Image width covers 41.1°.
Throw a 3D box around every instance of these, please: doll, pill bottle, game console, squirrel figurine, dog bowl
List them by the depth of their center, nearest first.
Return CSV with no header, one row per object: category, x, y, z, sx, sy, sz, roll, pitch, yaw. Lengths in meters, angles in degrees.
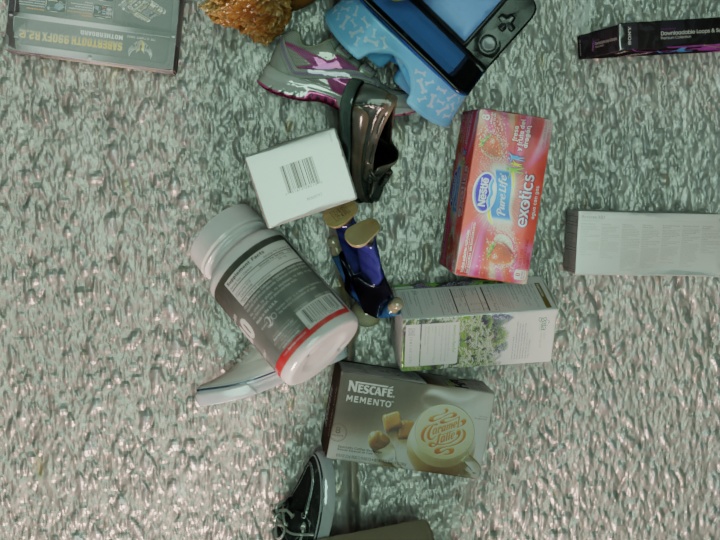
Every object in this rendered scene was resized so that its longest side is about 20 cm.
squirrel figurine,-0.092,-0.351,1.081,0.141,0.187,0.201,31,91,-9
pill bottle,-0.106,0.025,1.134,0.114,0.114,0.200,-43,73,0
game console,0.099,-0.327,1.136,0.200,0.118,0.171,42,90,-5
dog bowl,0.049,-0.258,1.143,0.200,0.112,0.050,41,116,-10
doll,0.000,0.000,1.154,0.048,0.201,0.136,-36,56,-17

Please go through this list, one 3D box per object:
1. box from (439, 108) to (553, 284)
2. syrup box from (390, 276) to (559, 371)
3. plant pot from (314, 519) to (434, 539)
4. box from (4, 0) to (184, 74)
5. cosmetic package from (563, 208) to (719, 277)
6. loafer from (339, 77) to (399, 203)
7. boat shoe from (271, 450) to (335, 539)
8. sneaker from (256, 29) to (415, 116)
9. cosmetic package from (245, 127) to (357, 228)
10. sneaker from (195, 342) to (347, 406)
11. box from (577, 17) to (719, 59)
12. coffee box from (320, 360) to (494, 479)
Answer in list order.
box,0.165,-0.093,1.188,0.093,0.103,0.203,8,97,-7
syrup box,0.141,0.066,1.204,0.197,0.082,0.080,-4,121,-7
plant pot,0.019,0.451,1.162,0.197,0.177,0.202,-7,111,-14
box,-0.308,-0.324,1.131,0.197,0.048,0.161,5,97,-7
cosmetic package,0.366,-0.037,1.243,0.197,0.051,0.084,1,98,-7
loafer,0.017,-0.139,1.122,0.062,0.201,0.072,14,62,14
boat shoe,-0.082,0.325,1.221,0.067,0.074,0.202,8,105,-22
sneaker,-0.020,-0.237,1.159,0.198,0.081,0.089,14,96,-9
cosmetic package,-0.072,-0.109,1.107,0.106,0.200,0.086,-19,97,-2
sneaker,-0.117,0.109,1.200,0.198,0.073,0.072,-21,90,-13
box,0.382,-0.283,1.170,0.197,0.143,0.037,-3,98,-6
coffee box,0.058,0.187,1.217,0.197,0.080,0.116,10,95,-8
